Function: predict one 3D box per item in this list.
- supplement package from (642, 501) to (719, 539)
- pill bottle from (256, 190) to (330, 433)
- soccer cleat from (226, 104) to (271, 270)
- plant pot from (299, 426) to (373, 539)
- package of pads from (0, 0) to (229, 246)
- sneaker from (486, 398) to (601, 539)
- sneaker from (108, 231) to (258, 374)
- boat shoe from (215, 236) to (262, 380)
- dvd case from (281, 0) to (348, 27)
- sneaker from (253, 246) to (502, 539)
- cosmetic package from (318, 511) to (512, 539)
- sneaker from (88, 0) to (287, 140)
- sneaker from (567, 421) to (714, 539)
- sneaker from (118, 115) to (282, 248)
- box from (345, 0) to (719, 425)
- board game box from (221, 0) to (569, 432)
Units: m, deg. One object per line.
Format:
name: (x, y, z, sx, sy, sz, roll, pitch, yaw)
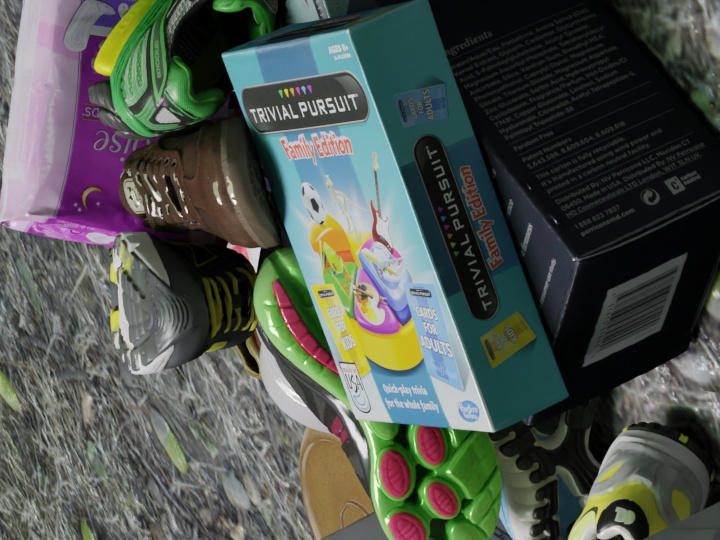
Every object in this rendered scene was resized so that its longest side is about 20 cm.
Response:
supplement package: (0.208, 0.220, 1.379, 0.191, 0.147, 0.200, -11, 101, 66)
pill bottle: (0.000, 0.000, 1.646, 0.116, 0.116, 0.200, 54, 154, 25)
soccer cleat: (-0.040, -0.049, 1.747, 0.076, 0.067, 0.200, 13, 141, 10)
plant pot: (0.013, 0.174, 1.898, 0.200, 0.027, 0.200, 46, 149, 37)
package of pads: (-0.136, -0.114, 1.671, 0.076, 0.120, 0.200, 176, 100, -71)
sneaker: (0.081, 0.075, 1.599, 0.090, 0.078, 0.200, 37, 144, 53)
sneaker: (-0.091, 0.011, 1.592, 0.200, 0.084, 0.075, -150, 56, -79)
boat shoe: (-0.086, -0.010, 1.879, 0.200, 0.068, 0.072, 49, 153, 36)
dvd case: (-0.064, -0.176, 1.734, 0.200, 0.022, 0.146, 7, 118, 62)
sneaker: (0.011, 0.068, 1.553, 0.200, 0.077, 0.084, 61, 176, -12)
cosmetic package: (0.030, 0.255, 1.723, 0.123, 0.200, 0.200, 33, 141, 51)
sneaker: (-0.060, -0.152, 1.564, 0.085, 0.200, 0.078, 2, 148, 50)
sneaker: (0.128, 0.170, 1.543, 0.075, 0.076, 0.200, 22, 132, 19)
sneaker: (-0.087, -0.039, 1.542, 0.200, 0.075, 0.071, -133, 26, -84)
box: (0.080, -0.052, 1.444, 0.200, 0.104, 0.148, 54, 155, 25)
board game box: (0.014, -0.024, 1.420, 0.151, 0.047, 0.200, -2, 111, 65)
